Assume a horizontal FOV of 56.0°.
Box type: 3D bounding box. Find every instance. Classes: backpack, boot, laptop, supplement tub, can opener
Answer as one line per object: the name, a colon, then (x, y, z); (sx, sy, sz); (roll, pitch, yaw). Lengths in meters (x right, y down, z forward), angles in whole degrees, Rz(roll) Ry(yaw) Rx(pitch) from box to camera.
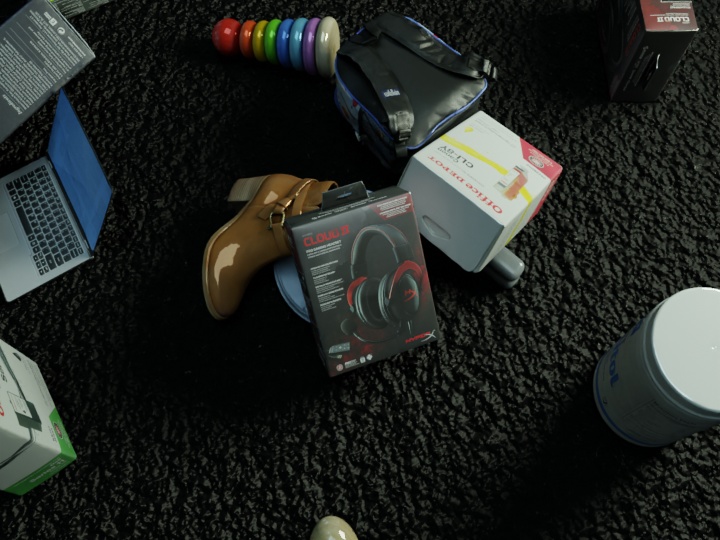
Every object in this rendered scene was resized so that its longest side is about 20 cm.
backpack: (0.057, -0.249, 0.940); (0.199, 0.155, 0.191); (-37, 79, -20)
boot: (-0.111, -0.030, 0.866); (0.151, 0.077, 0.205); (4, 64, 25)
laptop: (-0.433, -0.101, 0.903); (0.197, 0.117, 0.189); (-29, 69, -11)
supplement tub: (0.349, 0.115, 0.755); (0.128, 0.201, 0.135); (0, 66, 1)
can opener: (0.145, -0.065, 0.914); (0.199, 0.054, 0.067); (41, 74, 15)

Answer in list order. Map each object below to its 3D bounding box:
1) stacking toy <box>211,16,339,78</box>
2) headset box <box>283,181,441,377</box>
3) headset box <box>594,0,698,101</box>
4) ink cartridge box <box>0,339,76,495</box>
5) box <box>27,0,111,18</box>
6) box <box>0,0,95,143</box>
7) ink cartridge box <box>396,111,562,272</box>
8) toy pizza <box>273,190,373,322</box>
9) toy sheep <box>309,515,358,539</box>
stacking toy: (-0.133, -0.344, 1.027); (0.194, 0.086, 0.088); (7, 67, 11)
headset box: (0.000, 0.000, 0.800); (0.145, 0.075, 0.205); (-16, 105, -10)
headset box: (0.409, -0.358, 0.982); (0.075, 0.150, 0.205); (0, 67, 2)
ink cartridge box: (-0.414, 0.152, 0.750); (0.082, 0.201, 0.148); (-30, 69, -12)
box: (-0.468, -0.516, 1.118); (0.196, 0.048, 0.196); (-26, 72, -11)
box: (-0.488, -0.266, 0.943); (0.201, 0.147, 0.105); (-51, 119, -19)
ink cartridge box: (0.152, -0.107, 0.870); (0.144, 0.084, 0.199); (38, 44, 13)
toy pizza: (-0.019, -0.016, 0.906); (0.194, 0.032, 0.206); (-1, 69, 3)
toy sheep: (-0.041, 0.360, 0.698); (0.134, 0.138, 0.206); (10, 82, 5)
